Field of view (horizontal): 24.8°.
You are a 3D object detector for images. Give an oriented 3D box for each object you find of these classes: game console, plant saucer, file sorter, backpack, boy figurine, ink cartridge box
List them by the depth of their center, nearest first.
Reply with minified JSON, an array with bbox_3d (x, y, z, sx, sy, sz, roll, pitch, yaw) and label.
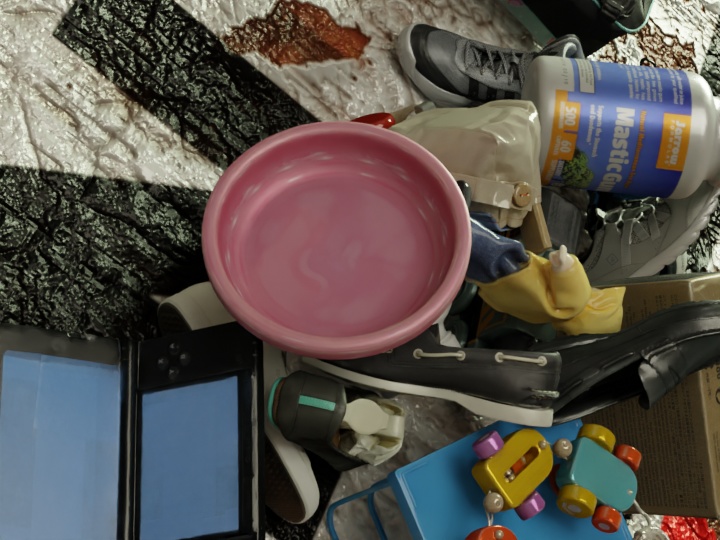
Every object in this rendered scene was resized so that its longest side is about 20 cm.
[{"bbox_3d":[-0.168,0.131,1.163,0.116,0.175,0.202,32,51,-57],"label":"game console"},{"bbox_3d":[-0.018,-0.018,1.219,0.199,0.051,0.202,0,59,-1],"label":"plant saucer"},{"bbox_3d":[0.137,0.003,1.303,0.199,0.124,0.065,28,68,-21],"label":"boy figurine"},{"bbox_3d":[0.092,0.205,1.315,0.199,0.122,0.140,-20,83,-40],"label":"file sorter"},{"bbox_3d":[0.253,0.107,1.416,0.075,0.164,0.202,-10,94,-40],"label":"ink cartridge box"},{"bbox_3d":[0.212,-0.326,1.596,0.176,0.153,0.201,40,63,-19],"label":"backpack"}]

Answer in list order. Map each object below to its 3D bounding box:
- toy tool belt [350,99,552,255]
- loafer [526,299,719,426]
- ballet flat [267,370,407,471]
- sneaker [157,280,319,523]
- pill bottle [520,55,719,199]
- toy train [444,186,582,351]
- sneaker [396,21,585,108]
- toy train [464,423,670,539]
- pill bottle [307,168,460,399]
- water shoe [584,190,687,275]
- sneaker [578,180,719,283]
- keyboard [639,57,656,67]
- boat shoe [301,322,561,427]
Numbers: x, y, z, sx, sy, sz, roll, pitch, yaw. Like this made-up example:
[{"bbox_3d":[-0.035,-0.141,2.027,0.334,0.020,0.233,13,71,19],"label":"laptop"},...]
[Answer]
[{"bbox_3d":[0.073,-0.070,1.390,0.125,0.199,0.124,-29,113,-40],"label":"toy tool belt"},{"bbox_3d":[0.225,0.077,1.293,0.199,0.068,0.071,-15,53,2],"label":"loafer"},{"bbox_3d":[-0.006,0.120,1.250,0.200,0.068,0.069,26,70,-69],"label":"ballet flat"},{"bbox_3d":[-0.072,0.094,1.270,0.084,0.073,0.201,-28,88,-37],"label":"sneaker"},{"bbox_3d":[0.241,-0.121,1.424,0.198,0.112,0.113,5,66,-4],"label":"pill bottle"},{"bbox_3d":[0.130,0.020,1.422,0.085,0.114,0.201,30,57,-23],"label":"toy train"},{"bbox_3d":[0.137,-0.188,1.510,0.199,0.114,0.076,26,58,-26],"label":"sneaker"},{"bbox_3d":[0.138,0.194,1.243,0.199,0.056,0.152,-5,76,-34],"label":"toy train"},{"bbox_3d":[0.000,0.000,1.336,0.112,0.112,0.201,-32,93,-40],"label":"pill bottle"},{"bbox_3d":[0.248,-0.070,1.571,0.079,0.071,0.201,-26,89,-42],"label":"water shoe"},{"bbox_3d":[0.254,-0.036,1.502,0.082,0.200,0.075,43,9,-1],"label":"sneaker"},{"bbox_3d":[0.277,-0.128,1.548,0.199,0.040,0.105,28,90,-38],"label":"keyboard"},{"bbox_3d":[0.055,0.070,1.254,0.198,0.074,0.061,12,90,11],"label":"boat shoe"}]
